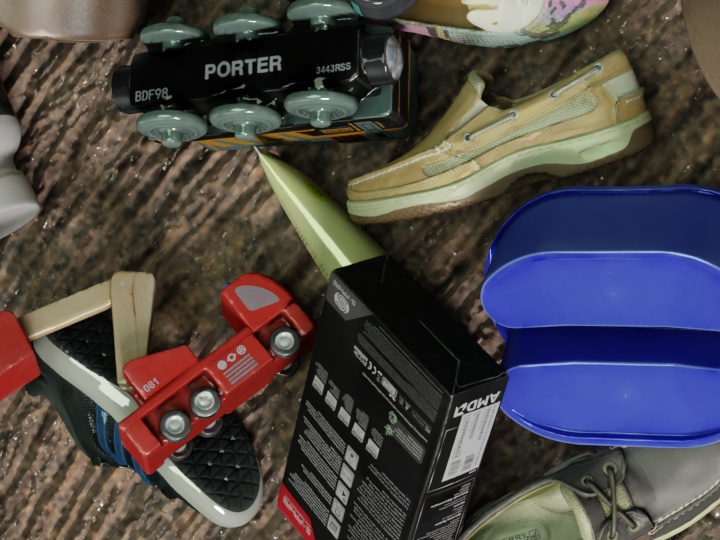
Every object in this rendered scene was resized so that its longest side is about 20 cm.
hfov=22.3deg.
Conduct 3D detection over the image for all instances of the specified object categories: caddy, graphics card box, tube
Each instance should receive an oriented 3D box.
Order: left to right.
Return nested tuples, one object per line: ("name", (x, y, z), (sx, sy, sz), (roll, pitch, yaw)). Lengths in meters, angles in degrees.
("tube", (0.000, 0.000, 1.170), (0.201, 0.052, 0.058), (52, 145, 7))
("graphics card box", (0.015, 0.107, 1.120), (0.125, 0.050, 0.202), (45, 137, 36))
("caddy", (0.164, 0.023, 1.088), (0.198, 0.105, 0.143), (1, 118, 22))

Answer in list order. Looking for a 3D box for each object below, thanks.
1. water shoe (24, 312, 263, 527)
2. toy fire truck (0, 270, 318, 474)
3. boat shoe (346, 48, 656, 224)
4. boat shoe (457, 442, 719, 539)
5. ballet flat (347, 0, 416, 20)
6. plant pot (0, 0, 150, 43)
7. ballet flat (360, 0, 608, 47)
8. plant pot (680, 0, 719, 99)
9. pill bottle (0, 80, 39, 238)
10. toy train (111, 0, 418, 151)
("water shoe", (-0.147, 0.108, 1.248), (0.200, 0.071, 0.079), (43, 134, 13))
("toy fire truck", (-0.142, 0.051, 1.192), (0.199, 0.049, 0.141), (-37, 75, -16))
("boat shoe", (0.079, -0.087, 1.128), (0.198, 0.072, 0.077), (-17, 101, 12))
("boat shoe", (0.144, 0.148, 1.122), (0.199, 0.066, 0.072), (-26, 86, 23))
("ballet flat", (0.037, -0.238, 1.047), (0.073, 0.073, 0.202), (28, 107, 17))
("plant pot", (-0.204, -0.258, 1.173), (0.198, 0.200, 0.201), (13, 105, 20))
("ballet flat", (0.054, -0.176, 1.132), (0.198, 0.071, 0.070), (5, 95, 21))
("plant pot", (0.277, -0.157, 0.999), (0.174, 0.199, 0.202), (-19, 87, 40))
("pill bottle", (-0.303, -0.115, 1.257), (0.116, 0.116, 0.202), (-27, 85, 21))
("toy train", (-0.056, -0.116, 1.157), (0.198, 0.114, 0.086), (-5, 76, 23))
